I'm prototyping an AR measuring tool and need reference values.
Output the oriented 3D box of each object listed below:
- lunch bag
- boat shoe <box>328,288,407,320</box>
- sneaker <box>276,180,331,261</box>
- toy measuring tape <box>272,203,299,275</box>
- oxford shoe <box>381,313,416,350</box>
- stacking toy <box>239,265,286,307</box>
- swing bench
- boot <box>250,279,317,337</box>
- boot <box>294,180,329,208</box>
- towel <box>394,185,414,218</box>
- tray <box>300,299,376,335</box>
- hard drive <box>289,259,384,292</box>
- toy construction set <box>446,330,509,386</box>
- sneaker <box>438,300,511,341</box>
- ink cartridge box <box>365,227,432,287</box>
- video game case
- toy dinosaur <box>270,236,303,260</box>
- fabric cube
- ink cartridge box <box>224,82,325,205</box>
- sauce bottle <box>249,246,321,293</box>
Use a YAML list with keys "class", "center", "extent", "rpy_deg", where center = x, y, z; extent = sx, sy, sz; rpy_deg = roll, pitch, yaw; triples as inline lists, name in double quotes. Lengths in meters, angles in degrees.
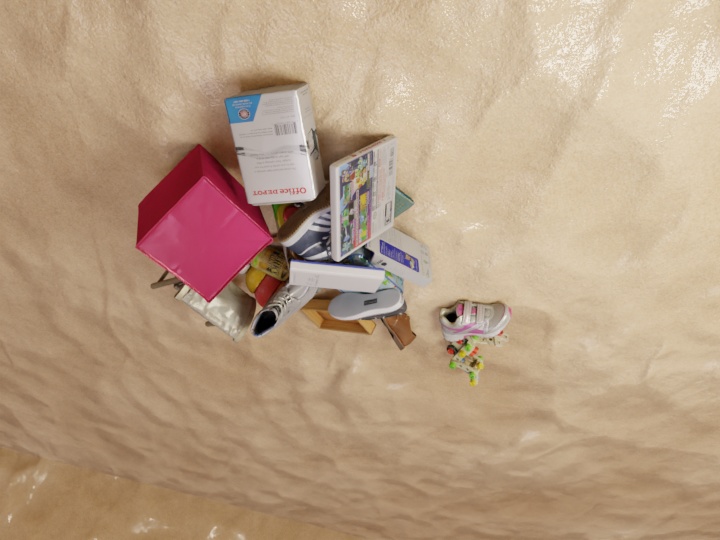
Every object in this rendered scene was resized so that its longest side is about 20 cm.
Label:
- class: "lunch bag"
  center: [0.000, 0.000, 1.343]
  extent: [0.159, 0.084, 0.199]
  rpy_deg: [-18, 138, 35]
- class: "boat shoe"
  center: [0.019, 0.089, 1.349]
  extent: [0.196, 0.071, 0.066]
  rpy_deg: [-13, 142, 23]
- class: "sneaker"
  center: [-0.065, -0.099, 1.158]
  extent: [0.199, 0.071, 0.108]
  rpy_deg: [-38, 131, 12]
- class: "toy measuring tape"
  center: [-0.150, -0.090, 1.273]
  extent: [0.072, 0.074, 0.204]
  rpy_deg: [-6, 108, 17]
- class: "oxford shoe"
  center: [0.090, 0.125, 1.507]
  extent: [0.071, 0.072, 0.201]
  rpy_deg: [-32, 129, 3]
- class: "stacking toy"
  center: [-0.240, 0.028, 1.433]
  extent: [0.199, 0.147, 0.147]
  rpy_deg: [37, 135, -2]
- class: "swing bench"
  center: [-0.376, 0.056, 1.401]
  extent: [0.198, 0.131, 0.199]
  rpy_deg: [11, 153, 51]
- class: "boot"
  center: [-0.174, 0.080, 1.306]
  extent: [0.073, 0.096, 0.200]
  rpy_deg: [42, 110, -2]
- class: "boot"
  center: [-0.121, -0.149, 1.206]
  extent: [0.196, 0.073, 0.092]
  rpy_deg: [15, 124, 6]
- class: "towel"
  center: [0.003, -0.141, 1.251]
  extent: [0.145, 0.022, 0.199]
  rpy_deg: [34, 135, -23]
- class: "tray"
  center: [-0.061, 0.119, 1.489]
  extent: [0.197, 0.037, 0.099]
  rpy_deg: [2, 143, 43]
- class: "hard drive"
  center: [-0.055, 0.014, 1.230]
  extent: [0.195, 0.026, 0.132]
  rpy_deg: [6, 164, -7]
- class: "toy construction set"
  center: [0.307, 0.217, 1.529]
  extent: [0.130, 0.092, 0.202]
  rpy_deg: [36, 130, 8]
- class: "sneaker"
  center: [0.282, 0.121, 1.436]
  extent: [0.197, 0.083, 0.088]
  rpy_deg: [-18, 133, 27]
- class: "ink cartridge box"
  center: [0.076, -0.043, 1.262]
  extent: [0.198, 0.101, 0.039]
  rpy_deg: [27, 137, -30]
- class: "video game case"
  center: [0.007, -0.142, 1.114]
  extent: [0.023, 0.181, 0.203]
  rpy_deg: [27, 133, 31]
- class: "toy dinosaur"
  center: [-0.168, -0.073, 1.346]
  extent: [0.196, 0.061, 0.108]
  rpy_deg: [-16, 108, 22]
- class: "fabric cube"
  center: [-0.324, -0.099, 1.175]
  extent: [0.196, 0.200, 0.200]
  rpy_deg: [-42, 124, 5]
- class: "ink cartridge box"
  center: [-0.158, -0.238, 1.078]
  extent: [0.143, 0.086, 0.204]
  rpy_deg: [-2, 116, 14]
- class: "sauce bottle"
  center: [-0.181, -0.006, 1.367]
  extent: [0.197, 0.065, 0.065]
  rpy_deg: [23, 139, 7]
